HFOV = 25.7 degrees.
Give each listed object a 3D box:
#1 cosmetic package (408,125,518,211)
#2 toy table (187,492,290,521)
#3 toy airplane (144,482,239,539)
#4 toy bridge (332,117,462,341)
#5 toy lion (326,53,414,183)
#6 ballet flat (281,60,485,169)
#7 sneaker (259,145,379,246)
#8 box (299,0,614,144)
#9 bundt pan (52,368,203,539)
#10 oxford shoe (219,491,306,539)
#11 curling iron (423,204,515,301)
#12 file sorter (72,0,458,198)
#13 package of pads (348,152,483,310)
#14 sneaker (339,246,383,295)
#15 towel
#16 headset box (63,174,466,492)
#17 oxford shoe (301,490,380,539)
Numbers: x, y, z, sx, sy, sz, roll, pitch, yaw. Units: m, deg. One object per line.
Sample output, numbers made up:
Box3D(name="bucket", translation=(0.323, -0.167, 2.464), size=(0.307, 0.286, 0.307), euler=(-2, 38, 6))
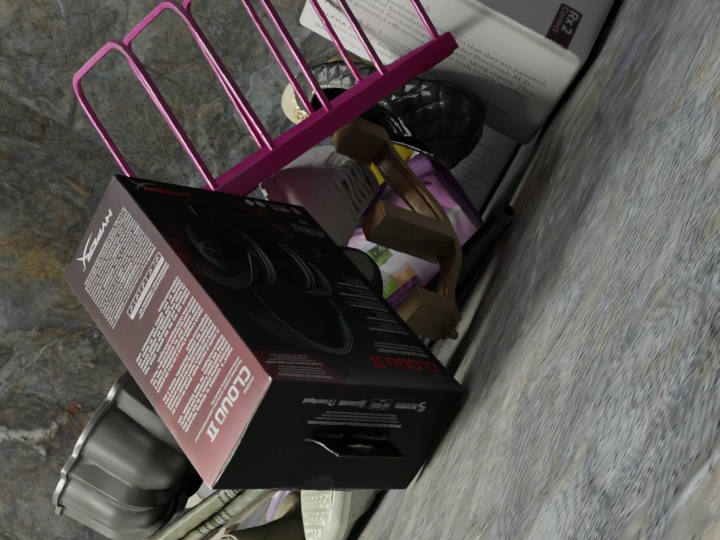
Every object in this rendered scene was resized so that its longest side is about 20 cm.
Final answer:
Box3D(name="cosmetic package", translation=(0.077, -0.086, 1.314), size=(0.201, 0.074, 0.102), euler=(-63, 2, 17))
Box3D(name="toy table", translation=(-0.102, 0.183, 1.633), size=(0.185, 0.116, 0.200), euler=(-63, 3, -9))
Box3D(name="toy airplane", translation=(-0.153, 0.271, 1.411), size=(0.200, 0.140, 0.200), euler=(-60, 3, 25))
Box3D(name="toy bridge", translation=(0.035, -0.025, 1.061), size=(0.027, 0.067, 0.201), euler=(-51, 38, 28))
Box3D(name="toy lion", translation=(0.058, -0.122, 1.394), size=(0.199, 0.193, 0.069), euler=(-32, 39, -13))
Box3D(name="ballet flat", translation=(0.007, -0.115, 1.165), size=(0.199, 0.067, 0.057), euler=(12, 58, 45))
Box3D(name="sneaker", translation=(-0.026, -0.054, 1.126), size=(0.080, 0.077, 0.200), euler=(-23, 18, 0))
Box3D(name="box", translation=(0.091, -0.237, 1.149), size=(0.200, 0.199, 0.131), euler=(-63, 2, -27))
Box3D(name="bundt pan", translation=(-0.143, 0.122, 1.203), size=(0.203, 0.075, 0.202), euler=(-55, -6, -9))
Box3D(name="oxford shoe", translation=(-0.070, 0.204, 1.162), size=(0.071, 0.073, 0.200), euler=(-64, 1, 15))
Box3D(name="curling iron", translation=(0.058, 0.022, 1.100), size=(0.200, 0.025, 0.050), euler=(-54, 28, 41))
Box3D(name="file sorter", translation=(-0.068, -0.133, 1.025), size=(0.199, 0.126, 0.139), euler=(-36, 9, -23))
Box3D(name="package of pads", translation=(0.000, 0.000, 1.191), size=(0.200, 0.076, 0.121), euler=(-39, 12, 9))
Box3D(name="sneaker", translation=(-0.015, 0.037, 1.059), size=(0.079, 0.076, 0.200), euler=(-18, -21, -25))
Box3D(name="towel", translation=(-0.069, 0.155, 1.152), size=(0.199, 0.035, 0.192), euler=(-35, -3, 11))
Box3D(name="headset box", translation=(-0.050, 0.041, 0.869), size=(0.148, 0.200, 0.078), euler=(8, -60, -44))
Box3D(name="oxford shoe", translation=(-0.001, 0.114, 0.999), size=(0.075, 0.057, 0.202), euler=(-116, 32, -49))
